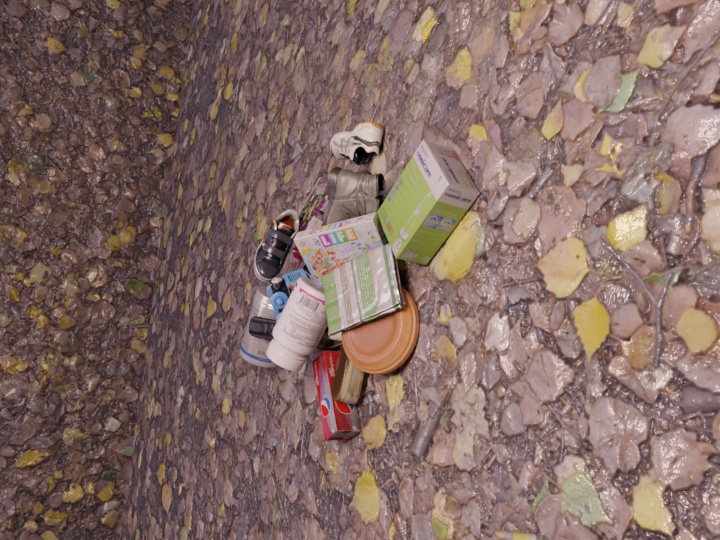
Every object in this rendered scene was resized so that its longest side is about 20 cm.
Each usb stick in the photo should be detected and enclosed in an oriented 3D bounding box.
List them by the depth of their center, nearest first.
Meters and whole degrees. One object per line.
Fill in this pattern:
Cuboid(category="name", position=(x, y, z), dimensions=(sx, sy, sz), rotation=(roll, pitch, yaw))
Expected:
Cuboid(category="usb stick", position=(-0.207, 0.163, 1.729), dimensions=(0.198, 0.033, 0.056), rotation=(8, 90, 18))

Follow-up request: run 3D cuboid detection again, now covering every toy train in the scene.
Cuboid(category="toy train", position=(-0.161, 0.098, 1.623), dimensions=(0.087, 0.113, 0.202), rotation=(-125, 19, -62))

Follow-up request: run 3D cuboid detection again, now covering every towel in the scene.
Cuboid(category="towel", position=(0.003, 0.043, 1.398), dimensions=(0.199, 0.031, 0.151), rotation=(-25, 60, 33))

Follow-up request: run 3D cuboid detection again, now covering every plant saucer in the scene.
Cuboid(category="plant saucer", position=(0.033, 0.120, 1.388), dimensions=(0.199, 0.037, 0.202), rotation=(-11, 71, 34))

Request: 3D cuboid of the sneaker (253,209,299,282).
Cuboid(category="sneaker", position=(-0.208, -0.069, 1.618), dimensions=(0.079, 0.078, 0.201), rotation=(-47, 23, 56))

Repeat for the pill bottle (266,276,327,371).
Cuboid(category="pill bottle", position=(-0.139, 0.128, 1.533), dimensions=(0.201, 0.113, 0.113), rotation=(-62, 34, 9))

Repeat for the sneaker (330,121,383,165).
Cuboid(category="sneaker", position=(-0.019, -0.303, 1.621), dimensions=(0.199, 0.075, 0.089), rotation=(-15, 69, 57))

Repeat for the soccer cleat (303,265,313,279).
Cuboid(category="soccer cleat", position=(-0.099, 0.055, 1.676), dimensions=(0.200, 0.068, 0.074), rotation=(-134, 43, -53))

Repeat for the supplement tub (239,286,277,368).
Cuboid(category="supplement tub", position=(-0.257, 0.160, 1.832), dimensions=(0.132, 0.131, 0.202), rotation=(35, 111, 56))

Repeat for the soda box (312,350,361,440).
Cuboid(category="soda box", position=(-0.058, 0.293, 1.523), dimensions=(0.063, 0.069, 0.202), rotation=(-48, 44, 43))

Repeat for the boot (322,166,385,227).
Cuboid(category="boot", position=(-0.012, -0.126, 1.436), dimensions=(0.130, 0.068, 0.202), rotation=(16, 118, 21))

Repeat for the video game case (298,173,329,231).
Cuboid(category="video game case", position=(-0.111, -0.168, 1.680), dimensions=(0.182, 0.036, 0.200), rotation=(-62, 18, -8))

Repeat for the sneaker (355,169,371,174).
Cuboid(category="sneaker", position=(-0.014, -0.150, 1.586), dimensions=(0.201, 0.066, 0.091), rotation=(-59, 43, 34))

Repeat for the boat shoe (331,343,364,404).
Cuboid(category="boat shoe", position=(-0.008, 0.203, 1.475), dimensions=(0.072, 0.064, 0.202), rotation=(1, 74, 66))

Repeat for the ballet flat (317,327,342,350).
Cuboid(category="ballet flat", position=(-0.060, 0.156, 1.567), dimensions=(0.200, 0.071, 0.073), rotation=(-27, 59, 53))

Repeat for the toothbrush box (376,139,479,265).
Cuboid(category="toothbrush box", position=(0.131, -0.136, 1.317), dimensions=(0.201, 0.085, 0.146), rotation=(-58, 37, 34))

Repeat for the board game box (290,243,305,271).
Cuboid(category="board game box", position=(-0.154, -0.072, 1.756), dimensions=(0.201, 0.039, 0.159), rotation=(-56, 15, 34))

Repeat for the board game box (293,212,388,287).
Cuboid(category="board game box", position=(-0.033, -0.043, 1.442), dimensions=(0.198, 0.135, 0.034), rotation=(-12, 30, 25))
